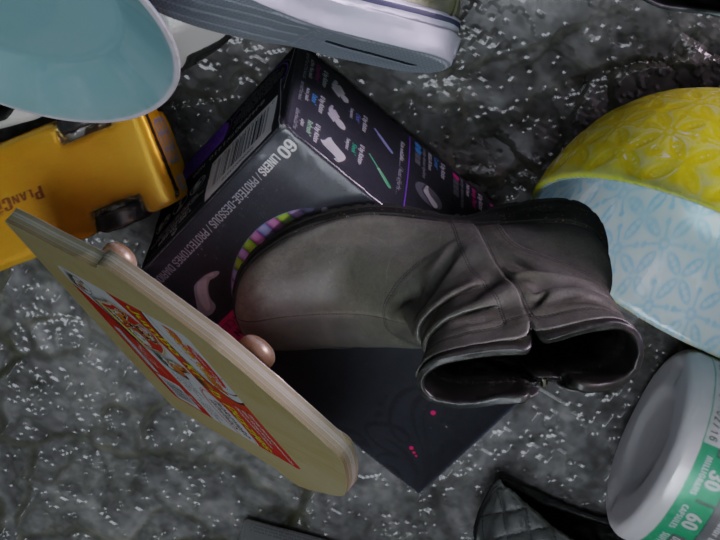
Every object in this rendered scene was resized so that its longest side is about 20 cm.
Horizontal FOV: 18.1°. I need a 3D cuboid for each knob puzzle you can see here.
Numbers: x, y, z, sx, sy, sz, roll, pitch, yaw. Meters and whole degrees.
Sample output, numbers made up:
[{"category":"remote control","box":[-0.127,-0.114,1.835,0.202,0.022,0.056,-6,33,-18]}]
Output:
[{"category":"knob puzzle","box":[-0.067,0.045,1.126,0.220,0.219,0.031,44,75,-18]}]

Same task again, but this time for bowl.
[{"category":"bowl","box":[0.199,-0.038,1.159,0.199,0.200,0.108,32,74,-13]}]

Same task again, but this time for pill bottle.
[{"category":"pill bottle","box":[0.247,0.131,1.256,0.199,0.113,0.114,23,118,-8]}]

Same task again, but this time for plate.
[{"category":"plate","box":[-0.174,-0.134,1.054,0.199,0.026,0.200,16,156,8]}]

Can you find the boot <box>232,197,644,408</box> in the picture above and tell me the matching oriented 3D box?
[{"category":"boot","box":[0.031,0.021,1.083,0.199,0.131,0.068,-9,116,6]}]

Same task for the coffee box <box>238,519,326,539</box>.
[{"category":"coffee box","box":[-0.010,0.300,1.317,0.199,0.198,0.201,16,119,-5]}]

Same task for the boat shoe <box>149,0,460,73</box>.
[{"category":"boat shoe","box":[-0.038,-0.150,1.132,0.199,0.072,0.062,13,78,-29]}]

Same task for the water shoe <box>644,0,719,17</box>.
[{"category":"water shoe","box":[0.132,-0.176,1.118,0.199,0.079,0.072,16,118,-5]}]

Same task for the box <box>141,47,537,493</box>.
[{"category":"box","box":[0.000,0.000,1.207,0.200,0.106,0.122,38,115,-16]}]

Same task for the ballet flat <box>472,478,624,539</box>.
[{"category":"ballet flat","box":[0.164,0.164,1.307,0.199,0.067,0.057,9,114,-1]}]

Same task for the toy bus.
[{"category":"toy bus","box":[-0.187,-0.036,1.207,0.199,0.078,0.065,-20,95,16]}]

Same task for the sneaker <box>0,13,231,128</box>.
[{"category":"sneaker","box":[-0.149,-0.111,1.174,0.199,0.080,0.074,-19,113,11]}]
